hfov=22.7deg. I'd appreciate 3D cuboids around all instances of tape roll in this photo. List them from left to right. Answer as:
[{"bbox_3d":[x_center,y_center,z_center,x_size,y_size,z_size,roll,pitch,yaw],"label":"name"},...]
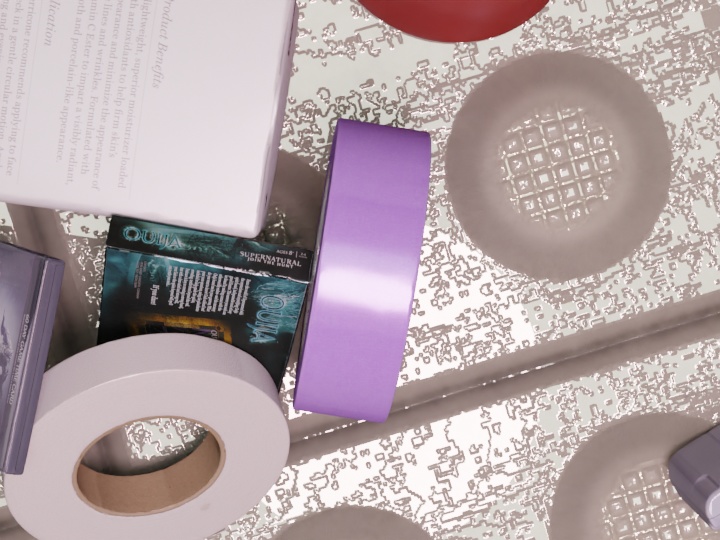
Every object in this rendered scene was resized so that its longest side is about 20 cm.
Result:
[{"bbox_3d":[-0.148,0.124,1.236,0.202,0.037,0.203,-12,138,-11],"label":"tape roll"},{"bbox_3d":[0.000,0.000,1.216,0.065,0.200,0.201,8,93,-2],"label":"tape roll"}]

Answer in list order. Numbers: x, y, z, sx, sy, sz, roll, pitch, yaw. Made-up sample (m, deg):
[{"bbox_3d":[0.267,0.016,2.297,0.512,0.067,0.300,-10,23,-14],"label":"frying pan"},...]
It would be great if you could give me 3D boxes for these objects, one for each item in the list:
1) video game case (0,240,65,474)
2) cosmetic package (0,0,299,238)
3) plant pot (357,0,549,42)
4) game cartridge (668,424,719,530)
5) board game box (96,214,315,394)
[{"bbox_3d":[-0.272,0.046,1.224,0.019,0.200,0.143,10,93,-40],"label":"video game case"},{"bbox_3d":[-0.151,-0.119,1.221,0.200,0.165,0.165,9,93,-2],"label":"cosmetic package"},{"bbox_3d":[0.070,-0.260,1.217,0.200,0.177,0.201,0,93,-3],"label":"plant pot"},{"bbox_3d":[0.318,0.114,1.269,0.200,0.133,0.041,-27,94,-1],"label":"game cartridge"},{"bbox_3d":[-0.111,0.038,1.224,0.135,0.200,0.028,10,57,-6],"label":"board game box"}]
